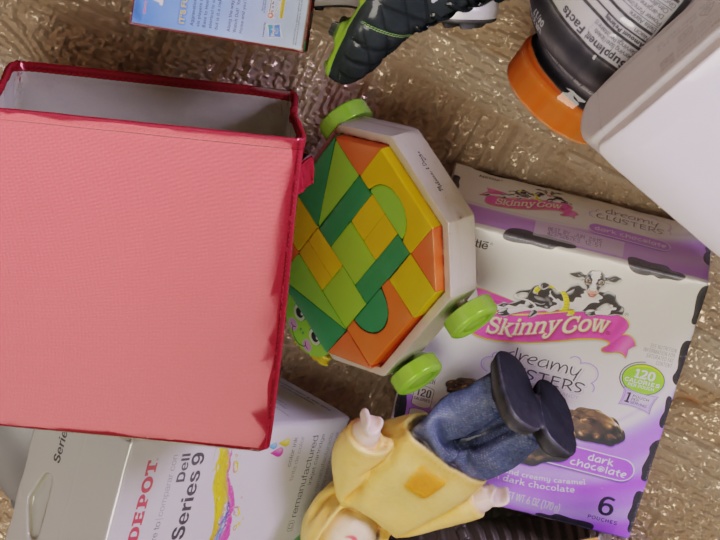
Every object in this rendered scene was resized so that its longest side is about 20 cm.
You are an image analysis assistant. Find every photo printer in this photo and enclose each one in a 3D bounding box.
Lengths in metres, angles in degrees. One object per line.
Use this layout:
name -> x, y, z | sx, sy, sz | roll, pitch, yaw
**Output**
photo printer -> 0.243, -0.068, 1.210 | 0.200, 0.070, 0.166 | 38, 118, -22

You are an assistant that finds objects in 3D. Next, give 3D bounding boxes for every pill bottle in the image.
pill bottle -> 0.165, -0.163, 1.261 | 0.106, 0.106, 0.200 | 33, 121, -10

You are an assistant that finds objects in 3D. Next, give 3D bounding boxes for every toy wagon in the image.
toy wagon -> 0.000, 0.000, 1.377 | 0.156, 0.039, 0.200 | 58, 138, 16

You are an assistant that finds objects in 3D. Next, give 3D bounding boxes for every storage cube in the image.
storage cube -> -0.131, -0.013, 1.306 | 0.199, 0.171, 0.181 | 5, 103, -5

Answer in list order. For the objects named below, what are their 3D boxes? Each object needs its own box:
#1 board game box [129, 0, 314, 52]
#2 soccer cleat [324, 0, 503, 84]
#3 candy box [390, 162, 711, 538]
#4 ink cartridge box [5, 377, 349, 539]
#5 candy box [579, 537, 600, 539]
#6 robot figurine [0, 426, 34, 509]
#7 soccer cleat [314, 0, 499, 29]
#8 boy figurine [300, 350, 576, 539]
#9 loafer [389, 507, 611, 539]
board game box -> -0.065, -0.230, 1.270 | 0.102, 0.019, 0.201 | 10, 99, 3
soccer cleat -> 0.059, -0.169, 1.237 | 0.081, 0.068, 0.200 | 41, 105, -2
candy box -> 0.114, 0.052, 1.418 | 0.167, 0.072, 0.201 | 14, 122, 3
ink cartridge box -> -0.116, 0.147, 1.418 | 0.087, 0.199, 0.146 | 26, 107, 39
candy box -> 0.102, 0.248, 1.479 | 0.168, 0.077, 0.200 | -11, 156, 16
robot figurine -> -0.198, 0.090, 1.472 | 0.169, 0.113, 0.201 | -21, 115, 11
soccer cleat -> -0.015, -0.186, 1.312 | 0.199, 0.068, 0.074 | 7, 101, 8
boy figurine -> 0.031, 0.125, 1.392 | 0.200, 0.065, 0.124 | -35, 129, 24
loafer -> 0.066, 0.176, 1.504 | 0.199, 0.076, 0.068 | -3, 163, -1
